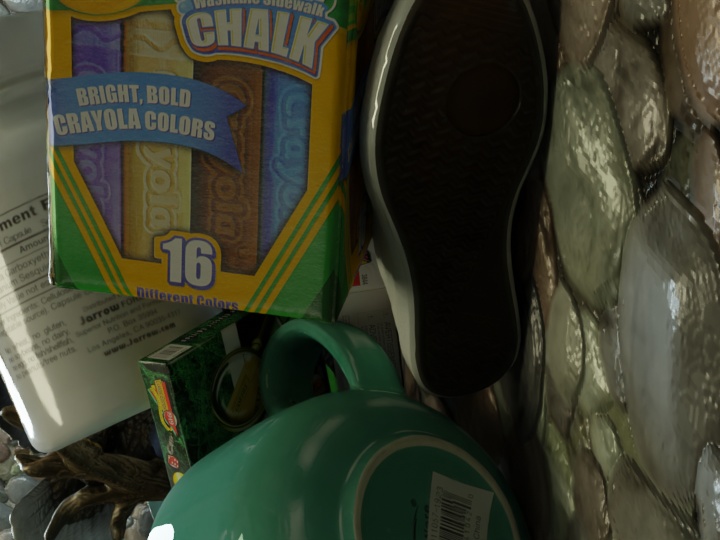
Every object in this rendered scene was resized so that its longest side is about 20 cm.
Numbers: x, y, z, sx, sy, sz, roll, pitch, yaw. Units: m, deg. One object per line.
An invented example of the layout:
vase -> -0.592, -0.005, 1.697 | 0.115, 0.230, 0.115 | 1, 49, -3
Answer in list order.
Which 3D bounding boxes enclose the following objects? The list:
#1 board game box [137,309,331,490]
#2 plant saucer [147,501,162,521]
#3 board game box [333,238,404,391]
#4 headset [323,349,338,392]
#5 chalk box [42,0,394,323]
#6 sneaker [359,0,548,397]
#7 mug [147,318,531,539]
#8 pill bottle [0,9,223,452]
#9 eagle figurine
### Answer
board game box -> -0.045, 0.114, 0.708 | 0.023, 0.105, 0.201 | 6, 116, 40
plant saucer -> -0.082, 0.170, 1.099 | 0.036, 0.200, 0.201 | -33, 50, 27
board game box -> 0.000, 0.000, 0.786 | 0.200, 0.034, 0.127 | -95, -2, -52
headset -> -0.056, 0.134, 0.801 | 0.123, 0.094, 0.201 | -26, -61, -60
chalk box -> -0.051, -0.099, 0.589 | 0.125, 0.123, 0.201 | -65, -19, -65
sneaker -> 0.028, -0.047, 0.596 | 0.085, 0.072, 0.201 | -111, 18, -51
mug -> -0.008, 0.115, 0.611 | 0.114, 0.152, 0.185 | -34, 87, 46
pill bottle -> -0.149, -0.021, 0.723 | 0.114, 0.114, 0.201 | 146, 100, -79
eagle figurine -> -0.147, 0.067, 0.865 | 0.200, 0.150, 0.152 | -113, 11, -55
